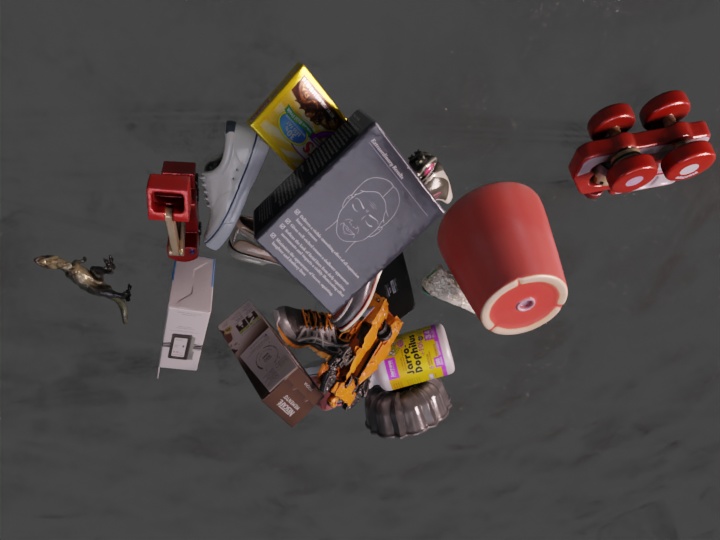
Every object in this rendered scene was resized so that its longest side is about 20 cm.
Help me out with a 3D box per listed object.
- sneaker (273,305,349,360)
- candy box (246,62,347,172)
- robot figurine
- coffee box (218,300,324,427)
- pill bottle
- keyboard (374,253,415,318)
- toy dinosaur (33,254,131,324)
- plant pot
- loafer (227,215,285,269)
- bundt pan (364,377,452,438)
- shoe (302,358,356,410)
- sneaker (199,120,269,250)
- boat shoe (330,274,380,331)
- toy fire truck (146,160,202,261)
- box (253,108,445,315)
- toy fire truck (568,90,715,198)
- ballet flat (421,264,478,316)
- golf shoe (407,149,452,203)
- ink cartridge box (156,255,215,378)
[{"bbox_3d":[-0.086,0.106,0.991,0.077,0.080,0.199,-34,143,21],"label":"sneaker"},{"bbox_3d":[-0.051,-0.165,0.710,0.102,0.026,0.200,-46,129,1],"label":"candy box"},{"bbox_3d":[-0.004,0.148,0.923,0.202,0.057,0.146,-55,142,-14],"label":"robot figurine"},{"bbox_3d":[-0.160,0.161,0.926,0.079,0.200,0.114,-39,136,-9],"label":"coffee box"},{"bbox_3d":[0.089,0.186,1.086,0.195,0.106,0.105,-17,138,5],"label":"pill bottle"},{"bbox_3d":[0.041,0.027,0.972,0.103,0.040,0.202,-32,138,-13],"label":"keyboard"},{"bbox_3d":[-0.419,0.022,0.847,0.086,0.048,0.201,-11,140,21],"label":"toy dinosaur"},{"bbox_3d":[0.239,-0.010,0.859,0.194,0.180,0.203,-7,138,-6],"label":"plant pot"},{"bbox_3d":[-0.110,-0.041,0.833,0.194,0.073,0.064,8,129,-16],"label":"loafer"},{"bbox_3d":[0.094,0.273,1.133,0.196,0.202,0.078,-16,104,4],"label":"bundt pan"},{"bbox_3d":[-0.040,0.225,1.056,0.071,0.093,0.198,-19,-179,-42],"label":"shoe"},{"bbox_3d":[-0.192,-0.121,0.737,0.069,0.074,0.202,21,120,-19],"label":"sneaker"},{"bbox_3d":[0.000,0.000,0.850,0.062,0.071,0.203,29,92,-25],"label":"boat shoe"},{"bbox_3d":[-0.248,-0.070,0.714,0.047,0.143,0.203,1,136,-13],"label":"toy fire truck"},{"bbox_3d":[-0.019,-0.076,0.675,0.199,0.108,0.149,-41,116,8],"label":"box"},{"bbox_3d":[0.416,-0.164,0.799,0.194,0.115,0.169,-12,156,2],"label":"toy fire truck"},{"bbox_3d":[0.202,0.043,0.991,0.197,0.073,0.072,22,128,-32],"label":"ballet flat"},{"bbox_3d":[0.046,-0.087,0.783,0.198,0.078,0.088,-35,115,14],"label":"golf shoe"},{"bbox_3d":[-0.296,0.085,0.886,0.066,0.118,0.202,10,134,-20],"label":"ink cartridge box"}]
